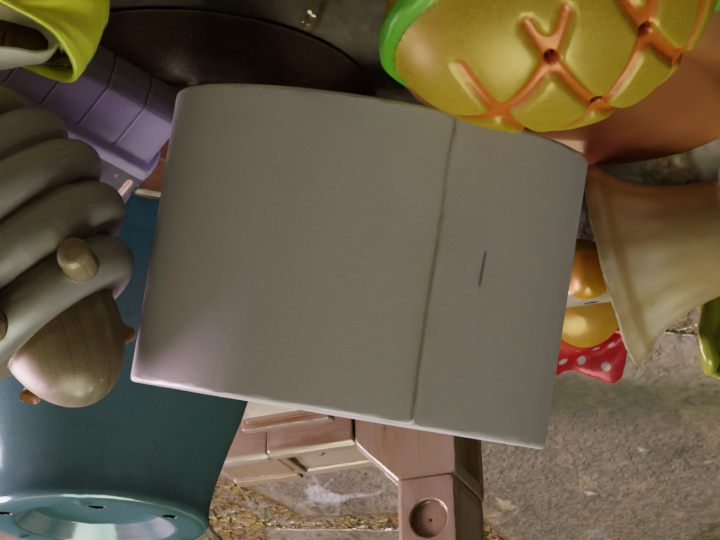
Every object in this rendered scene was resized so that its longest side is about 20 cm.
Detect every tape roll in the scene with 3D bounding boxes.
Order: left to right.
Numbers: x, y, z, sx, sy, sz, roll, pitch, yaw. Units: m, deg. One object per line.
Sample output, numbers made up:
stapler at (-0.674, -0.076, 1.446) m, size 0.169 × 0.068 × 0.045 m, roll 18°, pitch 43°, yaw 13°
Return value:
tape roll at (0.000, 0.000, 1.023) m, size 0.201 × 0.141 × 0.203 m, roll 9°, pitch 175°, yaw 1°

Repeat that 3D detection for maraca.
maraca at (0.101, -0.121, 0.904) m, size 0.198 × 0.108 × 0.137 m, roll -17°, pitch 164°, yaw -7°

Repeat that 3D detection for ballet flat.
ballet flat at (-0.206, -0.127, 0.954) m, size 0.198 × 0.068 × 0.067 m, roll 13°, pitch 156°, yaw -21°

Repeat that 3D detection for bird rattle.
bird rattle at (0.135, 0.009, 1.250) m, size 0.162 × 0.114 × 0.199 m, roll 5°, pitch 174°, yaw -40°

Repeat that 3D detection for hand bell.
hand bell at (0.220, -0.028, 1.089) m, size 0.198 × 0.105 × 0.104 m, roll -15°, pitch 156°, yaw 12°

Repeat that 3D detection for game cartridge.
game cartridge at (-0.189, -0.048, 1.090) m, size 0.129 × 0.039 × 0.200 m, roll 31°, pitch 130°, yaw -17°

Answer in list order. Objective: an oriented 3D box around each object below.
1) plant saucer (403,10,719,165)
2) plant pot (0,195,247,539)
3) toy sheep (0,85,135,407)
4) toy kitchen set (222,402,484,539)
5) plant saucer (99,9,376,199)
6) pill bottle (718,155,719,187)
plant saucer at (0.112, -0.098, 1.053) m, size 0.198 × 0.038 × 0.200 m, roll 1°, pitch 159°, yaw 0°
plant pot at (-0.153, 0.062, 1.291) m, size 0.198 × 0.190 × 0.200 m, roll 2°, pitch 160°, yaw 1°
toy sheep at (-0.175, -0.023, 0.995) m, size 0.137 × 0.201 × 0.138 m, roll -33°, pitch 172°, yaw -5°
toy kitchen set at (-0.027, 0.165, 1.564) m, size 0.198 × 0.182 × 0.163 m, roll -9°, pitch 156°, yaw 18°
plant saucer at (-0.090, -0.078, 1.137) m, size 0.198 × 0.032 × 0.200 m, roll 1°, pitch 159°, yaw 0°
pill bottle at (0.224, -0.086, 0.934) m, size 0.110 × 0.112 × 0.200 m, roll 5°, pitch 152°, yaw -9°
